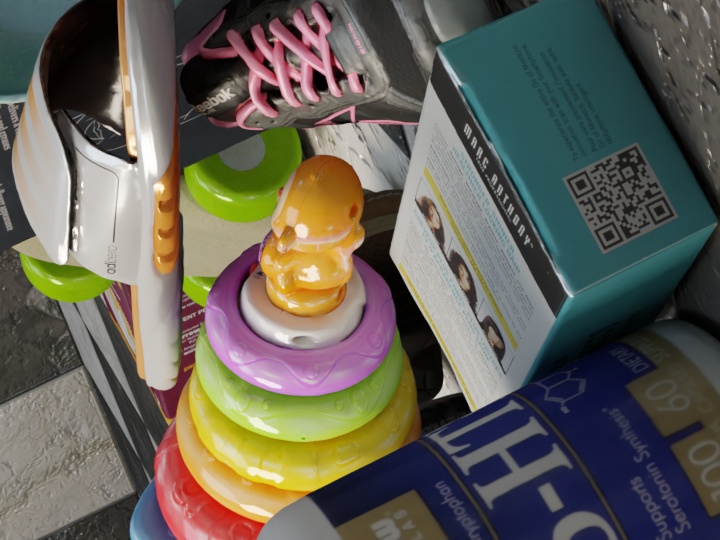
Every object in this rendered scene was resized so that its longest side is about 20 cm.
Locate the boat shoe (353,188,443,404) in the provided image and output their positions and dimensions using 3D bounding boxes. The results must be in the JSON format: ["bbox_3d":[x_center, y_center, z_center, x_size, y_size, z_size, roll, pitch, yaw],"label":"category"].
[{"bbox_3d":[0.000,0.000,1.033,0.200,0.071,0.077,98,161,-69],"label":"boat shoe"}]

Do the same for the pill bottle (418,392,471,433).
[{"bbox_3d":[0.052,0.161,1.023,0.201,0.106,0.106,62,169,14],"label":"pill bottle"}]

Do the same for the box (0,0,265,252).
[{"bbox_3d":[-0.125,-0.103,1.020,0.107,0.199,0.149,62,169,21],"label":"box"}]

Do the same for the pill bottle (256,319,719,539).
[{"bbox_3d":[0.034,0.108,0.726,0.120,0.199,0.120,60,169,21],"label":"pill bottle"}]

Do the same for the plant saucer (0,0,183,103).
[{"bbox_3d":[-0.124,-0.162,0.905,0.201,0.199,0.036,62,-157,11],"label":"plant saucer"}]

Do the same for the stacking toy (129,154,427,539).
[{"bbox_3d":[-0.022,0.033,0.899,0.109,0.116,0.201,28,142,20],"label":"stacking toy"}]

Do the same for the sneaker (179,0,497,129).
[{"bbox_3d":[-0.011,-0.073,0.826,0.079,0.095,0.200,68,168,-8],"label":"sneaker"}]

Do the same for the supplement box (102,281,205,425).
[{"bbox_3d":[-0.121,-0.012,1.532,0.111,0.085,0.200,57,167,37],"label":"supplement box"}]

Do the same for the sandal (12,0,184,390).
[{"bbox_3d":[-0.093,-0.026,0.865,0.207,0.059,0.079,93,175,-50],"label":"sandal"}]

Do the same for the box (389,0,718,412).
[{"bbox_3d":[0.054,-0.010,0.769,0.083,0.049,0.200,63,169,13],"label":"box"}]

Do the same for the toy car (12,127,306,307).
[{"bbox_3d":[-0.100,-0.101,1.215,0.164,0.157,0.201,108,164,-70],"label":"toy car"}]
